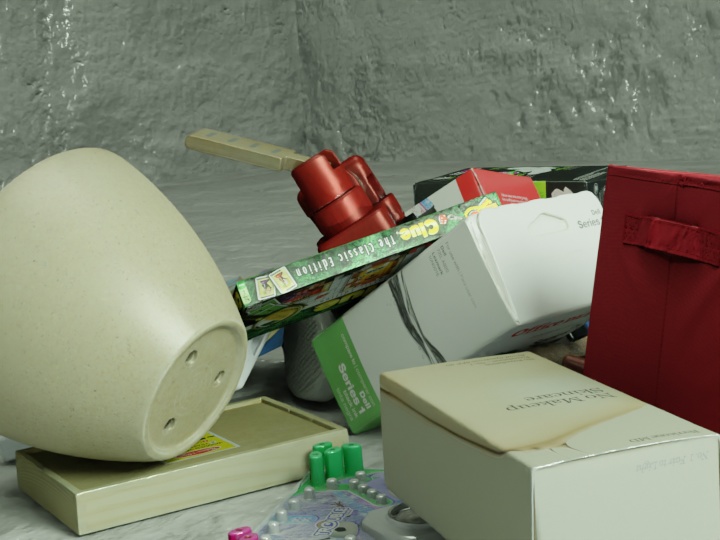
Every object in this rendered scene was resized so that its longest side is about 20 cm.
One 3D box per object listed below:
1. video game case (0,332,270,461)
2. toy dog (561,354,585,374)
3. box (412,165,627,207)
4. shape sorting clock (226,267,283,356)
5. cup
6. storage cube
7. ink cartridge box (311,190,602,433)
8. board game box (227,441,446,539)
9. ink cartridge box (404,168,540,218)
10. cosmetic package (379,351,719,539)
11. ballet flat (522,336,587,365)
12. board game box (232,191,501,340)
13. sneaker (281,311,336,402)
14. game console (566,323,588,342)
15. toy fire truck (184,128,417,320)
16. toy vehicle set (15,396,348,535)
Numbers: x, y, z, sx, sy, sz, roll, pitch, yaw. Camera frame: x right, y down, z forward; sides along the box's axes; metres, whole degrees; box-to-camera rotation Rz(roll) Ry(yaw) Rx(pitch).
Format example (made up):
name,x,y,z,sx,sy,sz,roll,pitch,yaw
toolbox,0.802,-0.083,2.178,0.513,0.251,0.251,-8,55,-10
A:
name,x,y,z,sx,sy,sz,roll,pitch,yaw
video game case,-0.164,0.075,1.002,0.197,0.023,0.183,-17,16,13
toy dog,0.209,0.036,0.839,0.096,0.201,0.132,37,-12,2
box,0.172,-0.029,1.347,0.197,0.151,0.124,3,12,33
shape sorting clock,-0.139,0.055,1.125,0.197,0.040,0.200,-22,18,7
cup,-0.158,0.043,0.832,0.142,0.203,0.199,30,24,23
storage cube,0.239,0.044,0.701,0.197,0.183,0.171,4,7,-17
ink cartridge box,0.082,0.032,0.939,0.145,0.085,0.200,-13,-18,-41
board game box,0.036,0.141,0.744,0.197,0.026,0.200,-1,10,16
ink cartridge box,0.105,-0.038,1.240,0.199,0.068,0.115,-32,-19,31
cosmetic package,0.089,0.101,0.661,0.102,0.074,0.200,-7,9,-19
ballet flat,0.156,0.084,0.927,0.066,0.069,0.199,11,17,32
board game box,0.000,0.000,0.912,0.197,0.024,0.105,-20,-11,-16
sneaker,-0.022,0.063,1.119,0.081,0.075,0.200,17,16,-15
game console,0.259,0.014,1.144,0.174,0.119,0.199,2,11,38
toy fire truck,-0.036,-0.057,1.063,0.128,0.202,0.176,-31,4,5
toy vehicle set,-0.122,0.129,0.879,0.197,0.027,0.124,-9,11,-31
